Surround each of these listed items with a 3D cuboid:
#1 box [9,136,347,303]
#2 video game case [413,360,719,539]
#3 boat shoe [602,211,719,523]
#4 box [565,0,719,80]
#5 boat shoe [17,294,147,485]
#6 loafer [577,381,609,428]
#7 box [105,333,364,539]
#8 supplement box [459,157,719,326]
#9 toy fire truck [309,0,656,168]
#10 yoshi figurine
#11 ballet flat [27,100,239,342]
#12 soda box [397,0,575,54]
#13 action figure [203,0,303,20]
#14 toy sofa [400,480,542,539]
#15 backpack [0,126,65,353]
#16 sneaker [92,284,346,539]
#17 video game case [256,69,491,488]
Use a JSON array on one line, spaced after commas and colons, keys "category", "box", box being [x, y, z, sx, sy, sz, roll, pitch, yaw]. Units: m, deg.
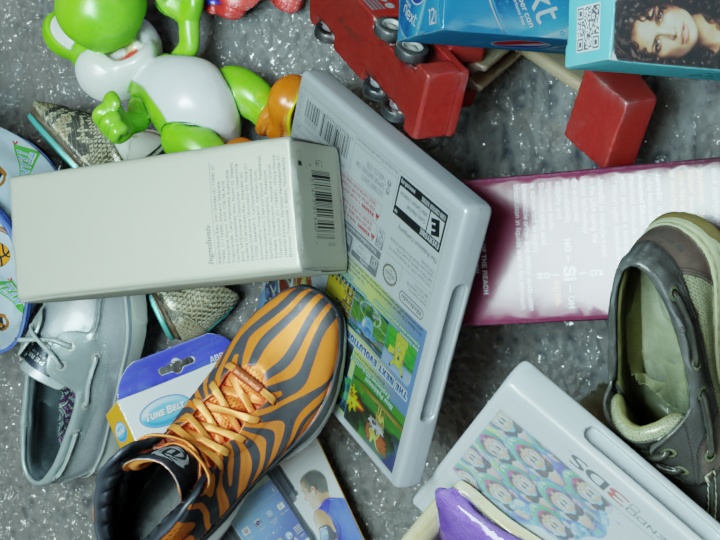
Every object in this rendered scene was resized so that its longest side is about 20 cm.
[{"category": "box", "box": [-0.112, -0.028, 0.890, 0.199, 0.068, 0.083, -4, 88, 24]}, {"category": "video game case", "box": [0.126, 0.153, 0.825, 0.182, 0.200, 0.024, 40, 62, 8]}, {"category": "boat shoe", "box": [0.159, 0.072, 0.772, 0.072, 0.066, 0.202, 16, 120, 46]}, {"category": "box", "box": [0.211, -0.145, 0.797, 0.199, 0.049, 0.083, 1, 93, -21]}, {"category": "boat shoe", "box": [-0.196, 0.061, 0.998, 0.070, 0.071, 0.202, 27, 120, 30]}, {"category": "loafer", "box": [0.157, 0.101, 0.877, 0.199, 0.076, 0.068, -8, 94, 23]}, {"category": "box", "box": [-0.081, 0.137, 0.958, 0.201, 0.119, 0.041, 65, 151, 7]}, {"category": "supplement box", "box": [0.147, -0.015, 0.860, 0.199, 0.110, 0.086, -4, 90, 23]}, {"category": "toy fire truck", "box": [0.069, -0.131, 0.894, 0.200, 0.140, 0.049, 53, 142, 40]}, {"category": "yoshi figurine", "box": [-0.133, -0.137, 0.964, 0.199, 0.112, 0.112, 32, 113, 18]}, {"category": "ballet flat", "box": [-0.148, -0.048, 1.015, 0.075, 0.068, 0.201, -33, 84, -2]}, {"category": "soda box", "box": [0.124, -0.156, 0.827, 0.199, 0.068, 0.065, 0, 93, -21]}, {"category": "action figure", "box": [-0.125, -0.223, 1.003, 0.199, 0.052, 0.066, 29, 107, 15]}, {"category": "toy sofa", "box": [0.099, 0.216, 0.831, 0.199, 0.098, 0.083, 32, 59, 22]}, {"category": "backpack", "box": [-0.297, -0.030, 0.999, 0.189, 0.155, 0.201, 12, 138, 5]}, {"category": "sneaker", "box": [-0.081, 0.096, 0.852, 0.077, 0.112, 0.201, 33, 93, 13]}, {"category": "video game case", "box": [0.000, 0.000, 0.890, 0.200, 0.022, 0.183, 45, 130, 48]}]
